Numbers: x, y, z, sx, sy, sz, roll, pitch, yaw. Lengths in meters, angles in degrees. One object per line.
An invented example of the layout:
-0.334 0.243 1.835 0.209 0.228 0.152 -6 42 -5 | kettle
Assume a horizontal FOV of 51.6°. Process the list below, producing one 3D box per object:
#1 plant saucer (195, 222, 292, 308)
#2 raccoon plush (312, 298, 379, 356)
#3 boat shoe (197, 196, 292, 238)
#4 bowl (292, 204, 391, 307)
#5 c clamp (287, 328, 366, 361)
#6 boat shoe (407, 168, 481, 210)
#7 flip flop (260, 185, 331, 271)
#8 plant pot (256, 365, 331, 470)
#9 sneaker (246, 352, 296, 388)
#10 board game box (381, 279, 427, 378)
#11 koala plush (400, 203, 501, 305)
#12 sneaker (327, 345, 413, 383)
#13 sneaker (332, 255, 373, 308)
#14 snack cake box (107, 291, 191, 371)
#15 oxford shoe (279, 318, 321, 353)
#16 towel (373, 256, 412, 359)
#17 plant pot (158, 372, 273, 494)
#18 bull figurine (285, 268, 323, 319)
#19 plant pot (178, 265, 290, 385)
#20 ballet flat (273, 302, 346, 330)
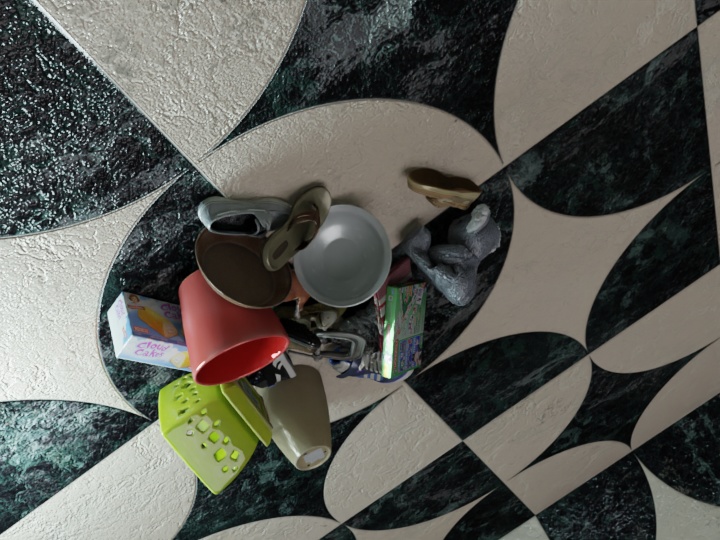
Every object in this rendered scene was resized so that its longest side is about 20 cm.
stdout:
-0.219 -0.003 1.377 0.197 0.203 0.037 8 137 -36 | plant saucer
-0.011 0.119 1.714 0.196 0.097 0.136 -5 126 -30 | raccoon plush
-0.204 -0.090 1.392 0.197 0.072 0.071 1 131 -34 | boat shoe
-0.036 -0.025 1.506 0.198 0.204 0.090 -27 175 -2 | bowl
-0.072 0.171 1.665 0.166 0.028 0.201 11 153 -7 | c clamp
0.169 -0.160 1.551 0.196 0.072 0.065 6 128 -37 | boat shoe
-0.112 -0.077 1.403 0.201 0.057 0.082 -50 130 -29 | flip flop
-0.146 0.368 1.798 0.183 0.202 0.190 -16 138 -15 | plant pot
-0.221 0.206 1.685 0.110 0.074 0.202 -26 140 -4 | sneaker
0.100 0.130 1.685 0.133 0.029 0.206 -9 105 -53 | board game box
0.228 -0.046 1.635 0.200 0.184 0.178 -45 147 -1 | koala plush
0.014 0.218 1.778 0.196 0.083 0.145 -4 162 35 | sneaker
0.000 0.000 1.620 0.084 0.079 0.201 -2 142 -38 | sneaker
-0.387 0.124 1.466 0.198 0.116 0.067 19 124 -43 | snack cake box
-0.176 0.146 1.574 0.073 0.195 0.087 -39 141 -67 | oxford shoe
0.081 0.089 1.691 0.143 0.022 0.204 -37 128 -43 | towel
-0.308 0.319 1.619 0.180 0.199 0.202 -35 114 -4 | plant pot
-0.146 0.041 1.562 0.195 0.065 0.124 0 118 -27 | bull figurine
-0.254 0.094 1.420 0.196 0.180 0.201 -23 161 -8 | plant pot
-0.110 0.110 1.660 0.196 0.071 0.072 -5 134 -28 | ballet flat
